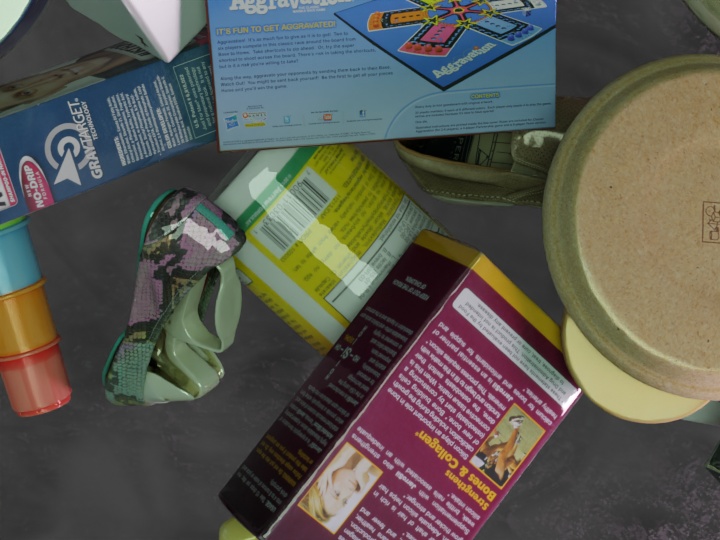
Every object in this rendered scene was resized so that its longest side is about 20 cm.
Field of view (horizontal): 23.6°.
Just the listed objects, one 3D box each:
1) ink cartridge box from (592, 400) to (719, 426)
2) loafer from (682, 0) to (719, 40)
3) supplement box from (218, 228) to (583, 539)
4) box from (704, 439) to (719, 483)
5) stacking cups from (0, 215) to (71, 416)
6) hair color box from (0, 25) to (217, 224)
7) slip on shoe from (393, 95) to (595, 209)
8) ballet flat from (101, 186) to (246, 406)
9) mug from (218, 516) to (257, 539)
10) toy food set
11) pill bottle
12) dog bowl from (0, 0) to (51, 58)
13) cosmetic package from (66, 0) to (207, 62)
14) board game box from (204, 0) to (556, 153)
[{"bbox_3d":[0.228,-0.005,1.104,0.144,0.084,0.202,11,98,-6],"label":"ink cartridge box"},{"bbox_3d":[0.280,-0.152,1.063,0.200,0.076,0.069,39,122,13],"label":"loafer"},{"bbox_3d":[0.027,0.092,0.989,0.110,0.086,0.201,41,84,-23],"label":"supplement box"},{"bbox_3d":[0.325,0.085,1.064,0.164,0.086,0.201,43,75,-41],"label":"box"},{"bbox_3d":[-0.228,-0.007,1.088,0.060,0.061,0.202,-16,100,-1],"label":"stacking cups"},{"bbox_3d":[-0.157,-0.092,1.026,0.199,0.100,0.061,-24,110,-20],"label":"hair color box"},{"bbox_3d":[0.112,-0.076,1.046,0.198,0.060,0.077,4,72,35],"label":"slip on shoe"},{"bbox_3d":[-0.110,0.034,1.050,0.071,0.069,0.201,35,138,12],"label":"ballet flat"},{"bbox_3d":[-0.025,0.238,1.091,0.152,0.187,0.151,-13,67,-10],"label":"mug"},{"bbox_3d":[0.197,-0.022,0.965,0.196,0.049,0.202,-12,84,-8],"label":"toy food set"},{"bbox_3d":[0.000,0.000,1.077,0.200,0.113,0.113,42,95,-8],"label":"pill bottle"},{"bbox_3d":[-0.279,-0.212,1.043,0.198,0.079,0.202,-1,99,-4],"label":"dog bowl"},{"bbox_3d":[-0.089,-0.228,1.006,0.200,0.101,0.071,-49,140,-13],"label":"cosmetic package"},{"bbox_3d":[0.013,-0.125,0.986,0.198,0.019,0.104,-4,116,-3],"label":"board game box"}]
